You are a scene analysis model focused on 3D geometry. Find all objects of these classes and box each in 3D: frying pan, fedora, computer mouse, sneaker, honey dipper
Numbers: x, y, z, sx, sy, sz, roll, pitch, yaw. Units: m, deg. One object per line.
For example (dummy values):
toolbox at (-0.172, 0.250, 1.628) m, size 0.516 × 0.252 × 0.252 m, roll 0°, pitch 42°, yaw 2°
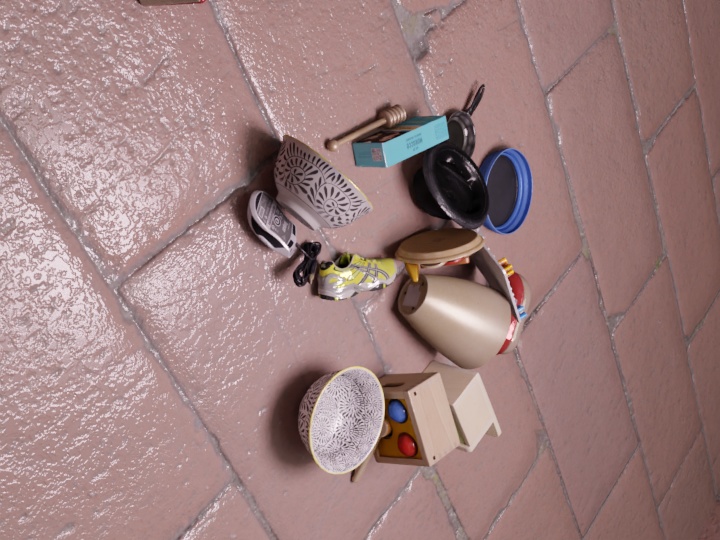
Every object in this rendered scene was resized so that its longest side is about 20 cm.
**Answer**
frying pan at (0.217, -0.325, 1.849) m, size 0.115 × 0.031 × 0.192 m, roll 10°, pitch 86°, yaw -48°
fedora at (0.178, -0.167, 1.774) m, size 0.200 × 0.091 × 0.202 m, roll 19°, pitch 62°, yaw -39°
computer mouse at (-0.142, -0.062, 1.495) m, size 0.200 × 0.044 × 0.110 m, roll 49°, pitch 38°, yaw -35°
sneaker at (0.000, 0.000, 1.644) m, size 0.199 × 0.075 × 0.077 m, roll -20°, pitch 112°, yaw -45°
honey dipper at (0.010, -0.272, 1.634) m, size 0.199 × 0.038 × 0.038 m, roll -31°, pitch 119°, yaw -37°

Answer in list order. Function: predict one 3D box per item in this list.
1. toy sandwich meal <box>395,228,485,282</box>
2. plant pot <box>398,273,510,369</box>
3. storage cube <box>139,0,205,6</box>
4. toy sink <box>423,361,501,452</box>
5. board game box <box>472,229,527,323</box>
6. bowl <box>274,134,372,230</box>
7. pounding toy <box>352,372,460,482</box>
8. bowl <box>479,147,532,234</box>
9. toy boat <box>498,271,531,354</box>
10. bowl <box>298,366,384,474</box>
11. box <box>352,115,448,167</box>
toy sandwich meal at (0.163, -0.031, 1.738) m, size 0.205 × 0.204 × 0.071 m, roll -27°, pitch 113°, yaw -41°
plant pot at (0.182, 0.089, 1.799) m, size 0.199 × 0.187 × 0.189 m, roll 26°, pitch 78°, yaw -32°
storage cube at (-0.253, -0.497, 1.193) m, size 0.180 × 0.199 × 0.171 m, roll -50°, pitch 130°, yaw -21°
toy sink at (0.209, 0.320, 1.888) m, size 0.112 × 0.130 × 0.201 m, roll -46°, pitch 129°, yaw -31°
board game box at (0.288, -0.010, 1.847) m, size 0.026 × 0.200 × 0.200 m, roll -30°, pitch 140°, yaw -1°
bowl at (-0.084, -0.132, 1.461) m, size 0.094 × 0.200 × 0.201 m, roll -51°, pitch 132°, yaw -6°
pounding toy at (0.070, 0.320, 1.720) m, size 0.142 × 0.199 × 0.185 m, roll -23°, pitch 99°, yaw -42°
bowl at (0.335, -0.186, 1.996) m, size 0.200 × 0.039 × 0.202 m, roll -11°, pitch 105°, yaw -46°
toy boat at (0.308, 0.089, 1.978) m, size 0.130 × 0.130 × 0.201 m, roll 21°, pitch 80°, yaw -17°
bowl at (-0.054, 0.273, 1.609) m, size 0.200 × 0.094 × 0.203 m, roll -10°, pitch 104°, yaw -46°
box at (0.081, -0.256, 1.679) m, size 0.199 × 0.082 × 0.050 m, roll -30°, pitch 117°, yaw -40°
